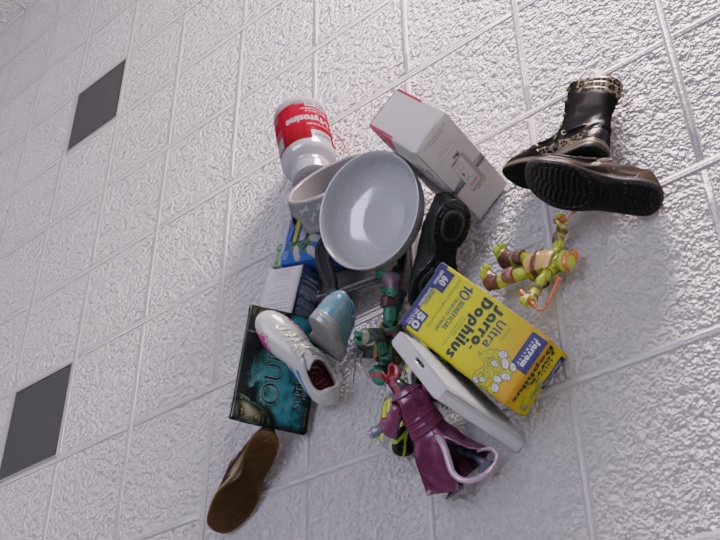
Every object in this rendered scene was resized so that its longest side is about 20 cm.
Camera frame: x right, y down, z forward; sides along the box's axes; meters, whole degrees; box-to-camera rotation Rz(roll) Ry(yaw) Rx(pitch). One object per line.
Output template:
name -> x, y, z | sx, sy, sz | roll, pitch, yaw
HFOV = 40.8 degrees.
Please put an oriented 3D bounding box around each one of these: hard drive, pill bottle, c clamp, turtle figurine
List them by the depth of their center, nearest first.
hard drive -> 0.136, 0.167, 1.327 | 0.026, 0.199, 0.132 | -48, 41, 7
turtle figurine -> 0.263, -0.016, 1.429 | 0.160, 0.064, 0.202 | -5, 53, 49
turtle figurine -> 0.030, 0.110, 1.558 | 0.150, 0.099, 0.203 | 112, 173, -66
c clamp -> 0.000, 0.000, 1.669 | 0.198, 0.027, 0.173 | -24, 81, 21
pill bottle -> -0.108, -0.243, 1.913 | 0.112, 0.112, 0.202 | -35, 44, 22

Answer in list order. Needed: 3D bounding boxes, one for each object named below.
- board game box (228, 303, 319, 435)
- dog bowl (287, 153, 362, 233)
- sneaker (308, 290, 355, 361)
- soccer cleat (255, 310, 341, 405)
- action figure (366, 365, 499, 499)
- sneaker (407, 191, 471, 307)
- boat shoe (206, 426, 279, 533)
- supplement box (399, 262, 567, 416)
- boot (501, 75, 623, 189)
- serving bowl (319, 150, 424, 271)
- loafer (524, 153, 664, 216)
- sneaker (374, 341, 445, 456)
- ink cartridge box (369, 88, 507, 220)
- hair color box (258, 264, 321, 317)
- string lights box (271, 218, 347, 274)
board game box -> -0.143, 0.168, 1.655 | 0.028, 0.133, 0.203 | 130, 150, -63
dog bowl -> -0.045, -0.144, 1.751 | 0.198, 0.059, 0.201 | -24, 21, 10
sneaker -> -0.035, 0.090, 1.594 | 0.074, 0.200, 0.082 | 39, 74, 9
soccer cleat -> -0.099, 0.135, 1.612 | 0.070, 0.087, 0.200 | -36, 77, -25
action figure -> 0.087, 0.223, 1.355 | 0.133, 0.149, 0.201 | -36, 83, -7
sneaker -> 0.122, -0.031, 1.550 | 0.091, 0.075, 0.203 | -112, 38, -63
boat shoe -> -0.199, 0.353, 1.656 | 0.202, 0.071, 0.072 | -64, 9, 7
supplement box -> 0.172, 0.097, 1.362 | 0.199, 0.109, 0.110 | 36, 91, 29
boot -> 0.317, -0.212, 1.500 | 0.199, 0.073, 0.152 | -17, 44, 54
serving bowl -> 0.028, -0.093, 1.602 | 0.198, 0.065, 0.204 | -10, 72, 33
loafer -> 0.334, -0.126, 1.390 | 0.197, 0.074, 0.071 | 15, 36, 11
sneaker -> 0.074, 0.178, 1.481 | 0.076, 0.075, 0.202 | 13, 72, 47
ink cartridge box -> 0.127, -0.188, 1.575 | 0.083, 0.200, 0.146 | -51, 40, -1
hair color box -> -0.142, 0.097, 1.761 | 0.099, 0.060, 0.203 | -9, 58, 41
string lights box -> -0.066, -0.052, 1.785 | 0.198, 0.059, 0.104 | -11, 56, 39
